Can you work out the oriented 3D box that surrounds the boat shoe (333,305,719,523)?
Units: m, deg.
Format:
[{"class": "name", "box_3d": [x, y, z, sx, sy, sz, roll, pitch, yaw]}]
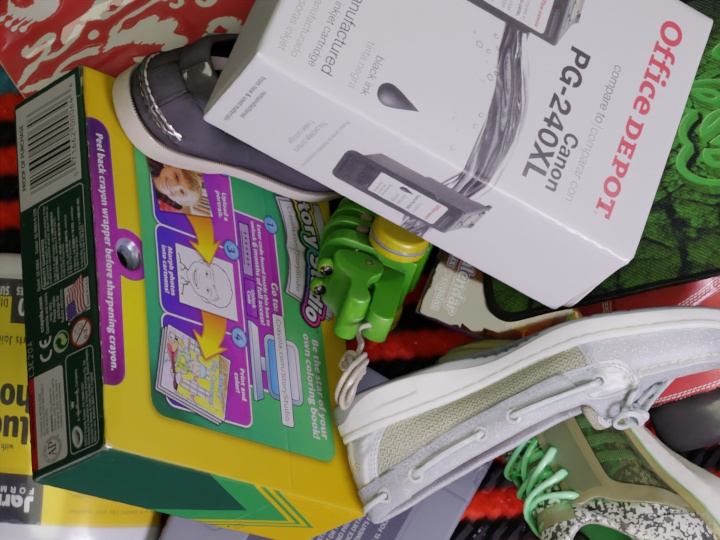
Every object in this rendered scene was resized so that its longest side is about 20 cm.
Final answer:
[{"class": "boat shoe", "box_3d": [0.089, 0.065, 1.102, 0.202, 0.074, 0.065, -17, 80, 6]}]

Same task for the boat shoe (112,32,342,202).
[{"class": "boat shoe", "box_3d": [-0.033, -0.081, 1.142, 0.063, 0.200, 0.073, -30, 70, 35]}]

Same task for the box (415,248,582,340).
[{"class": "box", "box_3d": [0.128, -0.044, 1.207, 0.137, 0.039, 0.200, 21, 89, 2]}]

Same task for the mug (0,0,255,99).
[{"class": "mug", "box_3d": [-0.097, -0.167, 1.197, 0.200, 0.178, 0.133, -35, 131, 5]}]

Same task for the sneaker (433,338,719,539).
[{"class": "sneaker", "box_3d": [0.107, 0.107, 1.137, 0.200, 0.089, 0.077, 35, 129, 20]}]

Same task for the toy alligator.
[{"class": "toy alligator", "box_3d": [0.000, 0.000, 1.145, 0.054, 0.200, 0.059, 24, 125, 5]}]

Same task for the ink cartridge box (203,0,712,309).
[{"class": "ink cartridge box", "box_3d": [0.050, -0.094, 1.064, 0.200, 0.083, 0.145, 28, 64, -12]}]

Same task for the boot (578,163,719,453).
[{"class": "boot", "box_3d": [0.218, 0.004, 1.154, 0.200, 0.072, 0.144, -31, 92, 6]}]

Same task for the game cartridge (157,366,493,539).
[{"class": "game cartridge", "box_3d": [-0.030, 0.140, 1.173, 0.133, 0.041, 0.200, 32, 64, 0]}]

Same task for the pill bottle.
[{"class": "pill bottle", "box_3d": [-0.157, 0.094, 1.178, 0.112, 0.112, 0.200, 3, 87, 3]}]

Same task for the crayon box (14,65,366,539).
[{"class": "crayon box", "box_3d": [-0.084, 0.020, 1.119, 0.058, 0.172, 0.200, -26, 58, 35]}]

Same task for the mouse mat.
[{"class": "mouse mat", "box_3d": [0.150, -0.065, 1.135, 0.200, 0.008, 0.161, -13, 62, 17]}]
